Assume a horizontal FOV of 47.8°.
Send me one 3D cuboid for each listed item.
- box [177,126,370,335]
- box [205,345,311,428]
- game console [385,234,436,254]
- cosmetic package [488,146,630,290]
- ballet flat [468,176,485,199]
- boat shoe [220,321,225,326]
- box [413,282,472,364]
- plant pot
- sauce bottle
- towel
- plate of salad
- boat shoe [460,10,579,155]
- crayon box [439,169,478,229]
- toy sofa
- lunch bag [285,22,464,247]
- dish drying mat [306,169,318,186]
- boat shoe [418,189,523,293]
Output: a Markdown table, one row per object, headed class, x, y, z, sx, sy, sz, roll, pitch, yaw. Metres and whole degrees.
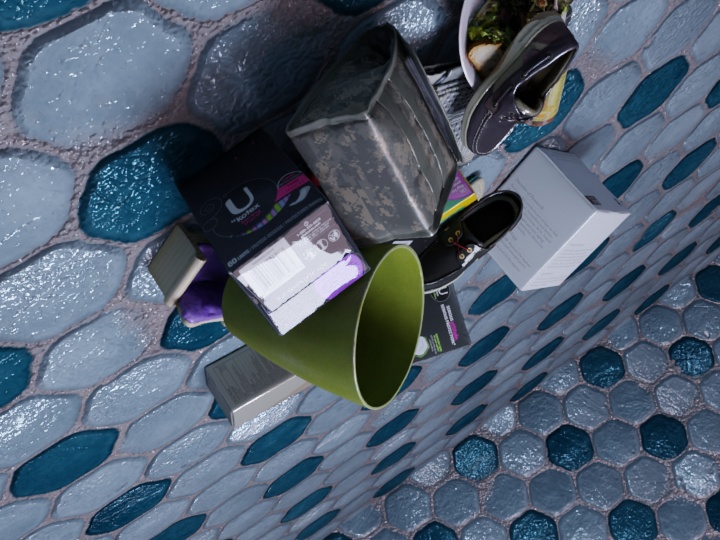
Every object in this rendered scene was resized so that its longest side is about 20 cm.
| class | x | y | z | sx | sy | sz | roll | pitch | yaw |
| --- | --- | --- | --- | --- | --- | --- | --- | --- | --- |
| box | -0.097 | -0.048 | 0.868 | 0.122 | 0.200 | 0.106 | -36 | 130 | -4 |
| box | -0.145 | 0.163 | 1.336 | 0.200 | 0.095 | 0.078 | -27 | 154 | -21 |
| game console | 0.000 | 0.000 | 1.098 | 0.177 | 0.031 | 0.200 | -45 | 162 | 24 |
| cosmetic package | 0.338 | -0.092 | 1.468 | 0.165 | 0.165 | 0.200 | -4 | 139 | -53 |
| ballet flat | 0.150 | -0.070 | 1.368 | 0.200 | 0.062 | 0.067 | -45 | 164 | 16 |
| boat shoe | -0.127 | 0.075 | 1.237 | 0.072 | 0.065 | 0.200 | -48 | 154 | 22 |
| box | 0.055 | 0.089 | 1.331 | 0.200 | 0.125 | 0.149 | -17 | -178 | -9 |
| plant pot | -0.053 | 0.048 | 0.947 | 0.187 | 0.200 | 0.187 | -33 | 127 | -57 |
| sauce bottle | 0.257 | -0.287 | 1.133 | 0.066 | 0.066 | 0.200 | -32 | 151 | -14 |
| towel | 0.116 | -0.191 | 1.056 | 0.192 | 0.035 | 0.200 | -20 | 150 | -35 |
| plate of salad | 0.193 | -0.298 | 0.968 | 0.200 | 0.048 | 0.200 | -22 | 125 | -35 |
| boat shoe | 0.185 | -0.206 | 0.957 | 0.072 | 0.065 | 0.200 | -5 | 142 | -36 |
| crayon box | 0.080 | -0.067 | 1.219 | 0.200 | 0.058 | 0.173 | -34 | 169 | 7 |
| toy sofa | -0.156 | 0.004 | 1.030 | 0.200 | 0.098 | 0.083 | 0 | 137 | -53 |
| lunch bag | 0.032 | -0.151 | 0.869 | 0.164 | 0.117 | 0.200 | 59 | 38 | -33 |
| dish drying mat | -0.048 | -0.134 | 0.983 | 0.077 | 0.018 | 0.200 | -70 | -176 | -45 |
| boat shoe | 0.148 | -0.044 | 1.162 | 0.201 | 0.074 | 0.063 | -38 | 169 | -6 |
